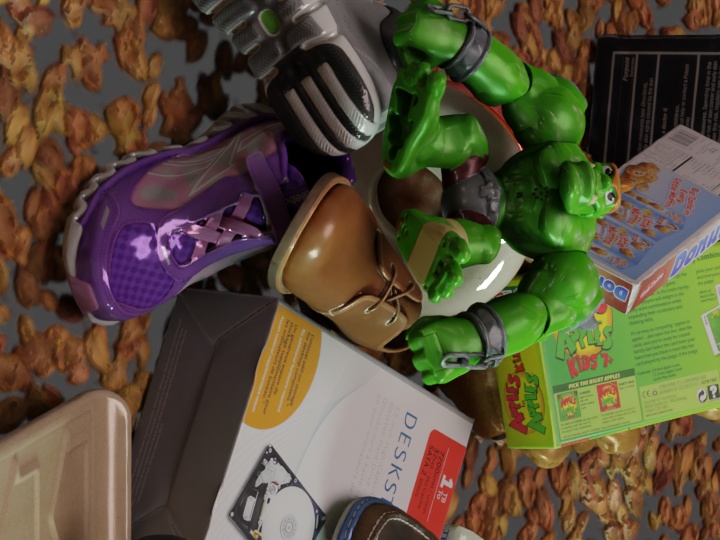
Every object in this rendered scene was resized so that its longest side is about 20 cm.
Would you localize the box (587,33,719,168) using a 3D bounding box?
[{"bbox_3d":[0.262,-0.054,1.725,0.123,0.198,0.200,7,88,-54],"label":"box"}]

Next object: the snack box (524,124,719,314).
[{"bbox_3d":[0.177,-0.034,1.548,0.200,0.072,0.024,-34,147,-51],"label":"snack box"}]

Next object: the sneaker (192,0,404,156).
[{"bbox_3d":[-0.035,-0.158,1.428,0.200,0.075,0.115,63,27,2],"label":"sneaker"}]

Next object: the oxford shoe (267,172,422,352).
[{"bbox_3d":[0.000,0.000,1.393,0.071,0.071,0.200,-58,164,-6],"label":"oxford shoe"}]

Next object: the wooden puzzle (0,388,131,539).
[{"bbox_3d":[-0.174,0.165,1.292,0.200,0.046,0.185,-24,116,-70],"label":"wooden puzzle"}]

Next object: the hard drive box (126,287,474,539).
[{"bbox_3d":[-0.038,0.119,1.464,0.200,0.077,0.156,32,69,-48],"label":"hard drive box"}]

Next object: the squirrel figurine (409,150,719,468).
[{"bbox_3d":[0.116,0.025,1.626,0.187,0.141,0.200,-1,85,-41],"label":"squirrel figurine"}]

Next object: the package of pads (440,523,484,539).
[{"bbox_3d":[0.071,0.263,1.620,0.200,0.068,0.155,37,65,-46],"label":"package of pads"}]

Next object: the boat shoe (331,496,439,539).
[{"bbox_3d":[0.054,0.195,1.467,0.200,0.072,0.072,50,56,-41],"label":"boat shoe"}]

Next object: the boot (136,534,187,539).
[{"bbox_3d":[-0.104,0.226,1.366,0.174,0.069,0.200,-13,115,-78],"label":"boot"}]

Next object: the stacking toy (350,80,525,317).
[{"bbox_3d":[0.061,-0.069,1.551,0.200,0.146,0.146,-43,126,-59],"label":"stacking toy"}]

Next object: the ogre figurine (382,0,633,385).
[{"bbox_3d":[0.075,-0.042,1.386,0.120,0.098,0.200,3,58,-33],"label":"ogre figurine"}]

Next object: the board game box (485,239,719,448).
[{"bbox_3d":[0.172,0.040,1.556,0.200,0.048,0.102,-10,92,-35],"label":"board game box"}]

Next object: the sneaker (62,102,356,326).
[{"bbox_3d":[-0.075,-0.034,1.394,0.200,0.088,0.081,-36,121,-43],"label":"sneaker"}]
